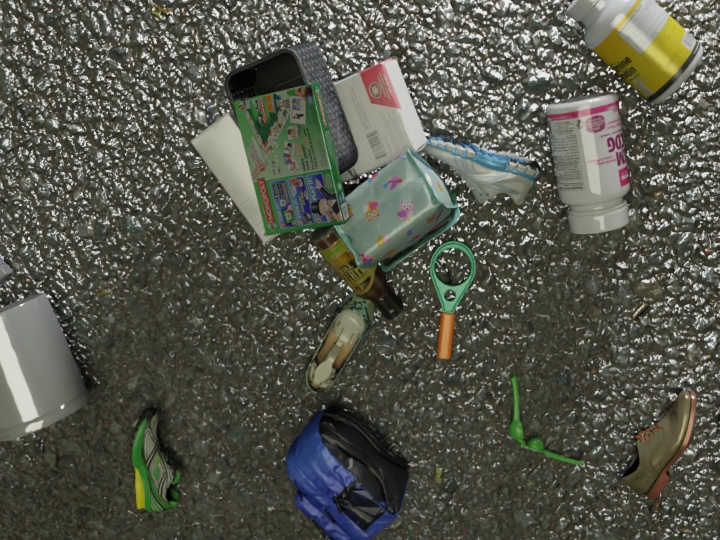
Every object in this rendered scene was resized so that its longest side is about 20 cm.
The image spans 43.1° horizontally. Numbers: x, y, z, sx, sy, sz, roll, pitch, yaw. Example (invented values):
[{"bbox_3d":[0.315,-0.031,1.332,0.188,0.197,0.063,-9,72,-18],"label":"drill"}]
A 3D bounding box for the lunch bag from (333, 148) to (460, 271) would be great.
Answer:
[{"bbox_3d":[0.062,-0.089,1.433,0.169,0.200,0.123,-35,79,13],"label":"lunch bag"}]

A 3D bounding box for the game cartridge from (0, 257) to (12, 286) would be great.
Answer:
[{"bbox_3d":[-0.723,0.020,1.611,0.199,0.038,0.130,-39,100,12],"label":"game cartridge"}]

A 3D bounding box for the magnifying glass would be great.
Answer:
[{"bbox_3d":[0.150,0.050,1.543,0.078,0.022,0.205,6,104,4],"label":"magnifying glass"}]

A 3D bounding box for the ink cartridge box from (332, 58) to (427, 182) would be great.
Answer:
[{"bbox_3d":[-0.013,-0.226,1.441,0.197,0.085,0.148,-19,100,23],"label":"ink cartridge box"}]

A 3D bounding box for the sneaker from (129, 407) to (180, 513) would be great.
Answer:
[{"bbox_3d":[-0.364,0.338,1.635,0.083,0.078,0.205,-1,111,-1],"label":"sneaker"}]

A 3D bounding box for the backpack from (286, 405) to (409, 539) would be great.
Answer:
[{"bbox_3d":[-0.038,0.351,1.555,0.167,0.163,0.200,-42,97,16],"label":"backpack"}]

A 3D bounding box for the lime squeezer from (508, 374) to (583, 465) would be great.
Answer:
[{"bbox_3d":[0.300,0.281,1.580,0.070,0.038,0.201,-41,96,-19],"label":"lime squeezer"}]

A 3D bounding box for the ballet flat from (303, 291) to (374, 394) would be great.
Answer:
[{"bbox_3d":[-0.035,0.128,1.553,0.073,0.074,0.203,27,103,-1],"label":"ballet flat"}]

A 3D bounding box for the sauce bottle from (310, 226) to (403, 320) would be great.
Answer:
[{"bbox_3d":[0.000,0.000,1.506,0.064,0.065,0.200,-37,113,12],"label":"sauce bottle"}]

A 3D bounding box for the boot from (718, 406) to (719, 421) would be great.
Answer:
[{"bbox_3d":[0.705,0.298,1.536,0.163,0.072,0.204,-17,102,21],"label":"boot"}]

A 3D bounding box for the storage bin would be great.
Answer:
[{"bbox_3d":[-0.103,-0.226,1.378,0.133,0.094,0.204,-16,101,25],"label":"storage bin"}]

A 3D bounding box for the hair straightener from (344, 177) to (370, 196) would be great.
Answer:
[{"bbox_3d":[0.014,-0.130,1.486,0.197,0.077,0.042,-24,98,10],"label":"hair straightener"}]

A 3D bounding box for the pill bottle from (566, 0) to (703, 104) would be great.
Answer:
[{"bbox_3d":[0.411,-0.357,1.381,0.199,0.112,0.112,40,103,-4],"label":"pill bottle"}]

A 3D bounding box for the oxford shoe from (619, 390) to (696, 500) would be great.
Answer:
[{"bbox_3d":[0.504,0.288,1.540,0.073,0.070,0.204,21,103,6],"label":"oxford shoe"}]

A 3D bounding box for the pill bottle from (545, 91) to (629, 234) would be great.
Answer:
[{"bbox_3d":[0.360,-0.168,1.428,0.111,0.114,0.205,-10,102,7],"label":"pill bottle"}]

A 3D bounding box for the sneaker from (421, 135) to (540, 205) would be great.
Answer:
[{"bbox_3d":[0.185,-0.156,1.470,0.196,0.075,0.088,19,113,3],"label":"sneaker"}]

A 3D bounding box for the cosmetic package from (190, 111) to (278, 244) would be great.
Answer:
[{"bbox_3d":[-0.176,-0.155,1.484,0.084,0.108,0.202,-33,99,12],"label":"cosmetic package"}]

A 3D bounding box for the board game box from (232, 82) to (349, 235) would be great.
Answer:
[{"bbox_3d":[-0.101,-0.160,1.332,0.132,0.029,0.204,-6,106,24],"label":"board game box"}]

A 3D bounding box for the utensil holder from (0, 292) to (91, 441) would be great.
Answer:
[{"bbox_3d":[-0.576,0.161,1.560,0.167,0.170,0.204,-18,99,9],"label":"utensil holder"}]
